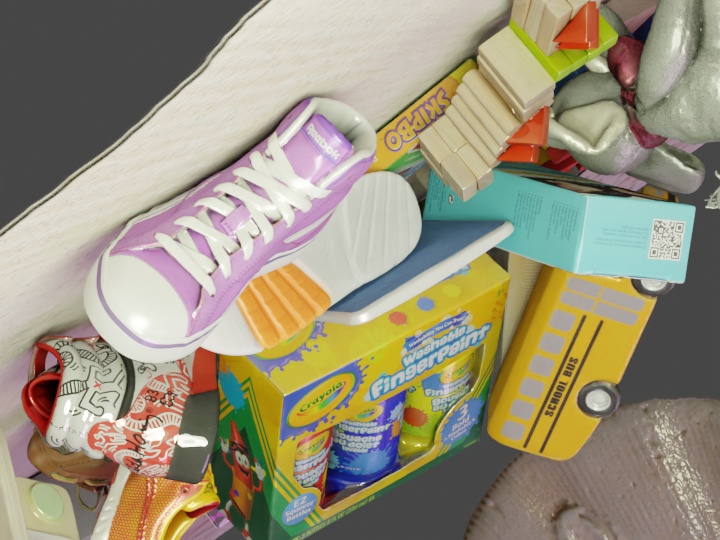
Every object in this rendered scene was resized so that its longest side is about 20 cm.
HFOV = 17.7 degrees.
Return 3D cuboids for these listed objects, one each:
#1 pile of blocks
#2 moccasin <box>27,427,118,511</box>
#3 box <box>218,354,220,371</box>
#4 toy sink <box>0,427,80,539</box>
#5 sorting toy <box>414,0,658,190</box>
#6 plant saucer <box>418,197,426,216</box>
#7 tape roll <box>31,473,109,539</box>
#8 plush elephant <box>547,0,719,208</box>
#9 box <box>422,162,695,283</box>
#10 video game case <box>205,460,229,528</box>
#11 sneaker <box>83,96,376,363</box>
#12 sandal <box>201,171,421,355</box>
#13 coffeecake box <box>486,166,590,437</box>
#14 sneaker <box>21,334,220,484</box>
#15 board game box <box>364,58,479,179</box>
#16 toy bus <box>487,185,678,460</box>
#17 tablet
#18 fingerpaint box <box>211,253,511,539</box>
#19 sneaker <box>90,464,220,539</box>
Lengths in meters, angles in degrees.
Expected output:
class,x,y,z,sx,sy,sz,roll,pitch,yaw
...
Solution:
class,x,y,z,sx,sy,sz,roll,pitch,yaw
pile of blocks,0.105,-0.109,1.371,0.082,0.062,0.200,-23,158,-39
moccasin,-0.183,0.125,1.641,0.077,0.074,0.201,-29,176,8
box,-0.049,0.024,1.651,0.200,0.060,0.117,-35,173,-4
toy sink,-0.247,0.208,1.505,0.112,0.131,0.200,18,132,-43
sorting toy,0.168,-0.125,1.661,0.198,0.070,0.200,-30,171,-40
plant saucer,0.043,0.034,1.799,0.031,0.201,0.200,8,154,-21
tape roll,-0.281,0.230,1.904,0.200,0.066,0.200,-34,174,-4
plush elephant,0.189,-0.120,1.474,0.154,0.201,0.165,-2,164,29
box,0.122,-0.035,1.467,0.082,0.049,0.200,5,-172,-27
video game case,-0.059,0.091,1.773,0.200,0.036,0.181,-35,-151,-2
sneaker,-0.062,-0.034,1.205,0.114,0.073,0.200,-46,178,40
sandal,-0.048,-0.002,1.402,0.206,0.080,0.059,-23,-173,-40
coffeecake box,0.130,0.013,1.733,0.073,0.154,0.200,0,-157,-4
sneaker,-0.143,0.050,1.378,0.202,0.107,0.067,-101,-152,-62
board game box,0.013,-0.068,1.489,0.200,0.030,0.095,-35,174,18
toy bus,0.154,0.034,1.575,0.065,0.078,0.201,-78,-174,-56
tablet,0.000,0.000,1.482,0.130,0.014,0.200,-31,-164,-25
fingerpaint box,-0.001,0.082,1.581,0.199,0.073,0.167,-26,142,-31
sneaker,-0.124,0.124,1.544,0.073,0.077,0.201,51,49,-75
